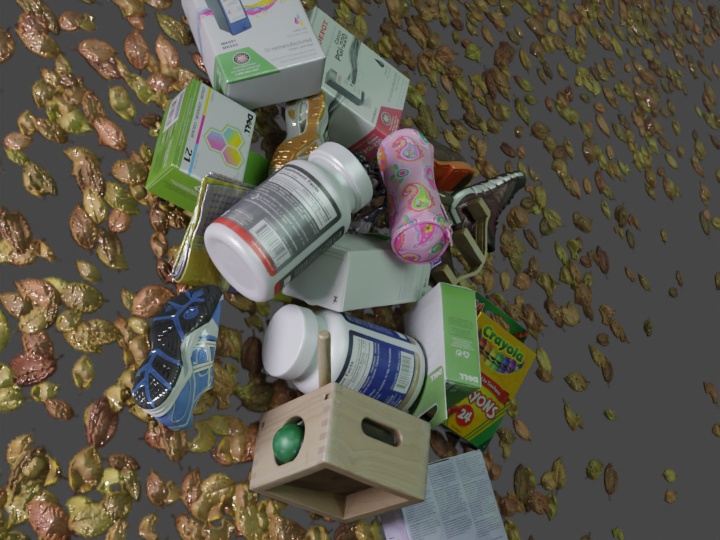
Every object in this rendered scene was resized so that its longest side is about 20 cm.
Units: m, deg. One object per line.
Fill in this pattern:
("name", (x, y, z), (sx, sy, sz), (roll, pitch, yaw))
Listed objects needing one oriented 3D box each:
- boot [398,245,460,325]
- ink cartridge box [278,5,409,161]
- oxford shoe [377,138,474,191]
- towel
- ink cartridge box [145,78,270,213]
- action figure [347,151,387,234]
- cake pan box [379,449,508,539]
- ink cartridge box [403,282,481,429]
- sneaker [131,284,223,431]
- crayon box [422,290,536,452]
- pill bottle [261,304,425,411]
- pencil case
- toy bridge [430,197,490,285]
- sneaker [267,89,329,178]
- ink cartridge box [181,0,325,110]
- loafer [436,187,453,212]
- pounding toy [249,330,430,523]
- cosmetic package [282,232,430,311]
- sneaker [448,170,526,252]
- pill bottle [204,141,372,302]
("boot", (0.142, 0.030, 1.543), (0.199, 0.072, 0.167), (17, 61, -32))
("ink cartridge box", (-0.032, -0.281, 1.532), (0.200, 0.085, 0.146), (32, 51, -25))
("oxford shoe", (0.095, -0.176, 1.621), (0.199, 0.071, 0.073), (8, 45, -45))
("towel", (-0.145, -0.036, 1.291), (0.200, 0.023, 0.144), (16, 94, -45))
("ink cartridge box", (-0.169, -0.138, 1.338), (0.200, 0.076, 0.148), (27, 53, -29))
("action figure", (-0.008, -0.116, 1.463), (0.119, 0.102, 0.200), (49, 13, 6))
("cake pan box", (0.121, 0.353, 1.378), (0.199, 0.052, 0.185), (-6, 76, -44))
("ink cartridge box", (0.110, 0.130, 1.359), (0.059, 0.104, 0.201), (14, 56, -23))
("sneaker", (-0.209, 0.100, 1.199), (0.077, 0.075, 0.200), (61, 34, -39))
("crayon box", (0.172, 0.146, 1.467), (0.127, 0.051, 0.201), (35, 77, -24))
("pill bottle", (-0.022, 0.116, 1.317), (0.199, 0.116, 0.116), (22, 56, -34))
("pencil case", (0.072, -0.100, 1.363), (0.087, 0.087, 0.201), (26, 37, -31))
("toy bridge", (0.166, -0.034, 1.549), (0.067, 0.027, 0.200), (55, 41, -21))
("sneaker", (-0.075, -0.160, 1.416), (0.088, 0.075, 0.201), (73, 25, -56))
("ink cartridge box", (-0.151, -0.332, 1.389), (0.145, 0.088, 0.201), (-16, 67, -15))
("loafer", (0.095, -0.090, 1.518), (0.076, 0.200, 0.068), (30, 90, 4))
("pounding toy", (-0.030, 0.197, 1.220), (0.200, 0.184, 0.143), (28, 53, -30))
("cosmetic package", (0.000, 0.000, 1.369), (0.200, 0.107, 0.085), (-4, 106, -54))
("sneaker", (0.216, -0.091, 1.684), (0.199, 0.076, 0.116), (-21, 89, -36))
("pill bottle", (-0.085, -0.063, 1.240), (0.200, 0.116, 0.116), (-42, 100, -25))
